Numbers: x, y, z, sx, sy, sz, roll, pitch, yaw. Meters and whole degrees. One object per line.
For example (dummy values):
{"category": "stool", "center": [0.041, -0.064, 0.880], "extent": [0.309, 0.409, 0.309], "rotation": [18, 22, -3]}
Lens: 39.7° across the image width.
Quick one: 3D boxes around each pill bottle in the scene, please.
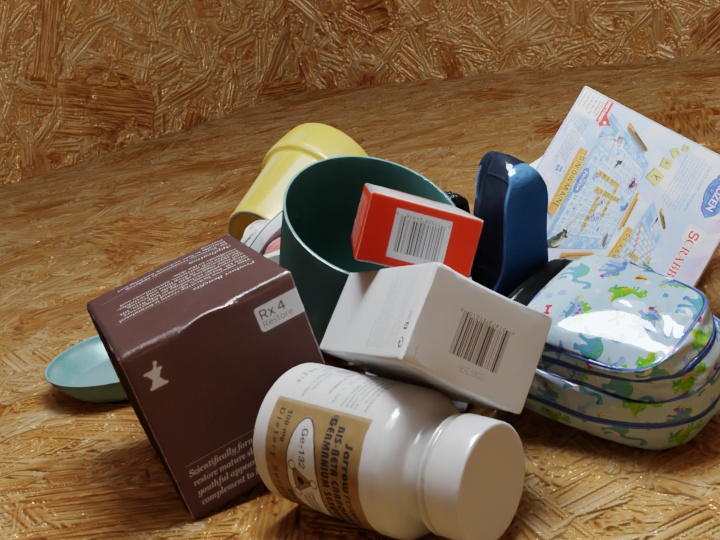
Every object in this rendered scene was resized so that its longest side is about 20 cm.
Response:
{"category": "pill bottle", "center": [0.021, 0.143, 0.773], "extent": [0.198, 0.116, 0.114], "rotation": [7, 24, 41]}

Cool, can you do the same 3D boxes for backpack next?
{"category": "backpack", "center": [0.216, 0.068, 0.857], "extent": [0.199, 0.155, 0.163], "rotation": [35, 55, 30]}

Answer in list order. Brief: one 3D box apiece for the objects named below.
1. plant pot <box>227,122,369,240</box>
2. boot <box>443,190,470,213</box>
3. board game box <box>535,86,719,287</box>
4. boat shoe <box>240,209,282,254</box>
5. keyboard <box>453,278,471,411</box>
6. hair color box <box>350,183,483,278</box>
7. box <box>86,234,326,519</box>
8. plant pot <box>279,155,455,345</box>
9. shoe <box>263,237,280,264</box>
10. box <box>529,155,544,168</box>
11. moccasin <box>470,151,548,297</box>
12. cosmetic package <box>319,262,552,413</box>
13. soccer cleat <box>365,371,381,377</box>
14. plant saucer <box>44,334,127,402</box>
{"category": "plant pot", "center": [-0.091, -0.087, 1.487], "extent": [0.199, 0.203, 0.189], "rotation": [4, 37, 40]}
{"category": "boot", "center": [0.081, -0.062, 1.400], "extent": [0.166, 0.078, 0.199], "rotation": [-7, -2, 26]}
{"category": "board game box", "center": [0.264, -0.053, 1.014], "extent": [0.198, 0.202, 0.041], "rotation": [32, -1, 19]}
{"category": "boat shoe", "center": [-0.134, -0.036, 1.350], "extent": [0.073, 0.200, 0.067], "rotation": [21, 29, -51]}
{"category": "keyboard", "center": [0.101, 0.062, 1.013], "extent": [0.056, 0.011, 0.202], "rotation": [-6, 44, 27]}
{"category": "hair color box", "center": [0.046, -0.037, 0.915], "extent": [0.100, 0.062, 0.200], "rotation": [14, 7, -2]}
{"category": "box", "center": [-0.138, 0.088, 0.930], "extent": [0.164, 0.166, 0.200], "rotation": [-26, 21, -16]}
{"category": "plant pot", "center": [0.000, 0.000, 1.102], "extent": [0.197, 0.162, 0.202], "rotation": [9, 42, -8]}
{"category": "shoe", "center": [-0.037, -0.022, 1.257], "extent": [0.197, 0.072, 0.091], "rotation": [-11, 19, 10]}
{"category": "box", "center": [0.293, -0.057, 1.168], "extent": [0.198, 0.133, 0.198], "rotation": [14, 26, 29]}
{"category": "moccasin", "center": [0.137, -0.023, 0.937], "extent": [0.079, 0.202, 0.068], "rotation": [-16, 41, -26]}
{"category": "cosmetic package", "center": [0.054, 0.054, 0.815], "extent": [0.112, 0.082, 0.200], "rotation": [25, -9, -19]}
{"category": "soccer cleat", "center": [0.029, 0.117, 0.953], "extent": [0.067, 0.074, 0.201], "rotation": [24, 40, -4]}
{"category": "plant saucer", "center": [-0.276, 0.112, 1.200], "extent": [0.197, 0.037, 0.200], "rotation": [-10, 16, 3]}
